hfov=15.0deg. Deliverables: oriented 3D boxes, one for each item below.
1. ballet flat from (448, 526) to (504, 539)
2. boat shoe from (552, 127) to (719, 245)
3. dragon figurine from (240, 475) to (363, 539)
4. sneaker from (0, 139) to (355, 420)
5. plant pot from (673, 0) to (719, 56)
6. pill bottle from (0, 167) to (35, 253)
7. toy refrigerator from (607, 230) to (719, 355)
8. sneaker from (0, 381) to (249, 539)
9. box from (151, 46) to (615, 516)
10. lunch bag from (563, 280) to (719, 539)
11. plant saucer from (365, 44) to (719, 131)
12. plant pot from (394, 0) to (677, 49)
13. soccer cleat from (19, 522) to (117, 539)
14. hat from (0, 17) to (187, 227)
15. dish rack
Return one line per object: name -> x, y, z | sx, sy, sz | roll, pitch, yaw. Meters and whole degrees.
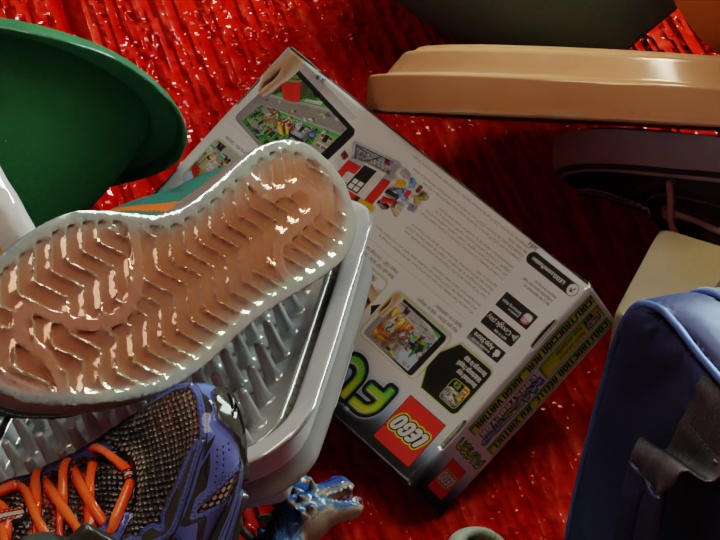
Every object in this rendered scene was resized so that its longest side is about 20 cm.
ballet flat -> 0.074, 0.146, 0.962 | 0.067, 0.064, 0.200 | 35, 2, -33
boat shoe -> 0.162, -0.024, 1.212 | 0.199, 0.069, 0.073 | 10, 4, 40
dragon figurine -> -0.058, 0.146, 0.991 | 0.099, 0.059, 0.200 | 34, 47, 30
sneaker -> -0.086, 0.013, 0.989 | 0.200, 0.080, 0.072 | -25, 88, -49
plant pot -> 0.234, -0.168, 1.199 | 0.183, 0.201, 0.200 | -17, 17, 47
pill bottle -> -0.217, 0.026, 1.043 | 0.199, 0.117, 0.116 | -31, 48, -8
toy refrigerator -> 0.203, 0.055, 1.120 | 0.199, 0.076, 0.070 | 17, 40, 15
sneaker -> -0.117, 0.103, 0.937 | 0.078, 0.200, 0.076 | 35, 24, -39
box -> 0.000, 0.000, 1.152 | 0.110, 0.035, 0.200 | -47, 55, -3
lunch bag -> 0.153, 0.086, 0.978 | 0.132, 0.201, 0.136 | -19, 50, -24
plant saucer -> 0.102, -0.079, 1.199 | 0.199, 0.033, 0.200 | 3, 2, 0
plant pot -> 0.103, -0.173, 1.322 | 0.135, 0.200, 0.200 | 50, 49, -1
soccer cleat -> -0.051, 0.168, 0.882 | 0.200, 0.087, 0.070 | 39, 14, 7
hat -> -0.181, 0.007, 1.145 | 0.199, 0.166, 0.177 | -5, 64, 30
dish rack -> -0.089, 0.050, 1.065 | 0.199, 0.044, 0.172 | -14, 30, 21
